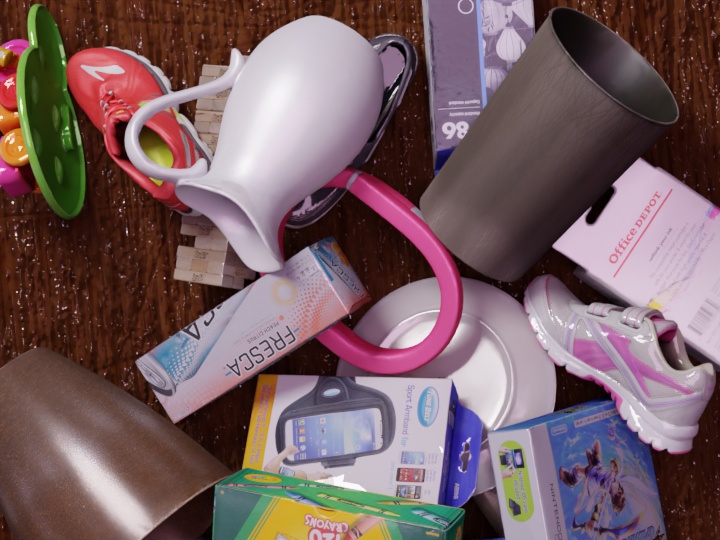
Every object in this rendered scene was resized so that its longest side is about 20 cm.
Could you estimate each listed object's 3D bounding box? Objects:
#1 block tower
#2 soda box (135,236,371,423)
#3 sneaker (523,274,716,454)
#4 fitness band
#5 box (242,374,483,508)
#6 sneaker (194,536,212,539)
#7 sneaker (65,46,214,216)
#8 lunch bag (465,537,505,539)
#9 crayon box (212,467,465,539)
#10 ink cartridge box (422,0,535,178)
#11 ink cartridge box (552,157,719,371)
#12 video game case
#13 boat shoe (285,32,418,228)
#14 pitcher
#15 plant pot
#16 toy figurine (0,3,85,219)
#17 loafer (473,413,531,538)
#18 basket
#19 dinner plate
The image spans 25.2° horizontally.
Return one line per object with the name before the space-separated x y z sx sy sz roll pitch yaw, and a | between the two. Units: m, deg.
block tower | -0.117 -0.086 1.421 0.058 0.054 0.201 8 87 29
soda box | -0.092 0.051 1.386 0.200 0.064 0.068 -33 89 20
sneaker | 0.229 0.063 1.389 0.200 0.081 0.088 42 113 20
fitness band | 0.000 0.000 1.395 0.200 0.037 0.144 40 107 9
box | 0.001 0.150 1.373 0.199 0.042 0.119 -1 61 17
sneaker | -0.085 0.235 1.409 0.114 0.075 0.201 19 86 -1
sneaker | -0.196 -0.130 1.391 0.077 0.085 0.200 -50 65 14
lunch bag | 0.066 0.323 1.384 0.200 0.124 0.171 -14 90 31
crayon box | -0.020 0.239 1.301 0.199 0.058 0.119 8 102 20
ink cartridge box | 0.110 -0.166 1.450 0.099 0.039 0.201 -5 89 -3
ink cartridge box | 0.273 -0.012 1.436 0.200 0.067 0.117 35 87 -2
video game case | 0.192 0.209 1.370 0.045 0.200 0.182 -10 89 38
boat shoe | -0.017 -0.126 1.431 0.073 0.063 0.200 35 88 -3
pitcher | -0.084 -0.126 1.335 0.171 0.121 0.200 37 70 -15
plant pot | -0.238 0.168 1.368 0.187 0.187 0.200 -44 78 -3
toy figurine | -0.352 -0.124 1.399 0.183 0.150 0.201 -11 67 7
loafer | 0.137 0.205 1.427 0.069 0.075 0.201 -12 79 8
basket | 0.152 -0.100 1.360 0.136 0.180 0.200 36 116 -7
dinner plate | 0.071 0.101 1.415 0.200 0.024 0.201 -3 77 14
